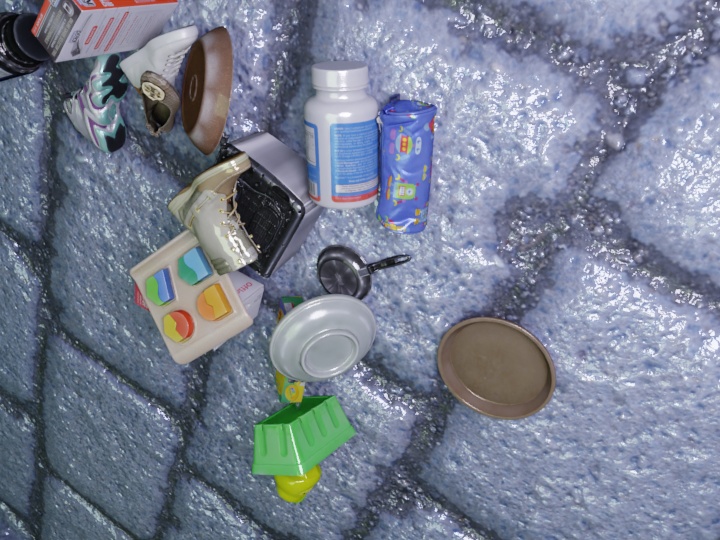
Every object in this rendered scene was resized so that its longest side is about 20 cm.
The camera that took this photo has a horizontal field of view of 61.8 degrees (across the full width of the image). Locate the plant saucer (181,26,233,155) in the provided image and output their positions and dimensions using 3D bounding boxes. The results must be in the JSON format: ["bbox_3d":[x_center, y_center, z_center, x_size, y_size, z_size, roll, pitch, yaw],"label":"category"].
[{"bbox_3d":[-0.249,-0.286,0.953,0.200,0.037,0.201,-12,76,59],"label":"plant saucer"}]

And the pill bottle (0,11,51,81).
[{"bbox_3d":[-0.677,-0.424,1.145,0.199,0.112,0.112,-1,115,29],"label":"pill bottle"}]

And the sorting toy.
[{"bbox_3d":[-0.306,0.048,1.064,0.185,0.036,0.201,-30,89,21],"label":"sorting toy"}]

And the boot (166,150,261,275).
[{"bbox_3d":[-0.204,-0.083,0.940,0.200,0.072,0.155,-27,100,41],"label":"boot"}]

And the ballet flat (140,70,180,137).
[{"bbox_3d":[-0.345,-0.275,1.019,0.067,0.046,0.200,34,163,-11],"label":"ballet flat"}]

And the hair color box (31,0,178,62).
[{"bbox_3d":[-0.396,-0.400,0.946,0.111,0.200,0.064,-35,96,37],"label":"hair color box"}]

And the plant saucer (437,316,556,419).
[{"bbox_3d":[0.226,0.161,1.007,0.199,0.029,0.201,13,121,22],"label":"plant saucer"}]

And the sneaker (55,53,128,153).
[{"bbox_3d":[-0.512,-0.331,1.124,0.139,0.078,0.201,28,125,13],"label":"sneaker"}]

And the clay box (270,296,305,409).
[{"bbox_3d":[-0.135,0.163,1.157,0.047,0.115,0.201,1,124,-21],"label":"clay box"}]

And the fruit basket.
[{"bbox_3d":[-0.114,0.371,1.198,0.155,0.216,0.216,-10,110,32],"label":"fruit basket"}]

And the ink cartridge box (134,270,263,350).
[{"bbox_3d":[-0.312,0.047,1.171,0.199,0.145,0.084,27,125,14],"label":"ink cartridge box"}]

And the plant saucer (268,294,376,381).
[{"bbox_3d":[-0.059,0.134,1.059,0.050,0.199,0.201,-121,35,-49],"label":"plant saucer"}]

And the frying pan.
[{"bbox_3d":[0.000,0.015,1.058,0.189,0.031,0.115,11,121,27],"label":"frying pan"}]

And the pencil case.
[{"bbox_3d":[0.065,-0.154,0.896,0.086,0.078,0.201,-1,118,-3],"label":"pencil case"}]

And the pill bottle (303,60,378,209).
[{"bbox_3d":[-0.027,-0.203,0.902,0.112,0.112,0.201,13,121,23],"label":"pill bottle"}]

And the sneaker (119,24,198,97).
[{"bbox_3d":[-0.326,-0.350,1.021,0.199,0.073,0.085,-8,115,44],"label":"sneaker"}]

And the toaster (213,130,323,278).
[{"bbox_3d":[-0.167,-0.121,1.018,0.181,0.119,0.200,38,127,5],"label":"toaster"}]
